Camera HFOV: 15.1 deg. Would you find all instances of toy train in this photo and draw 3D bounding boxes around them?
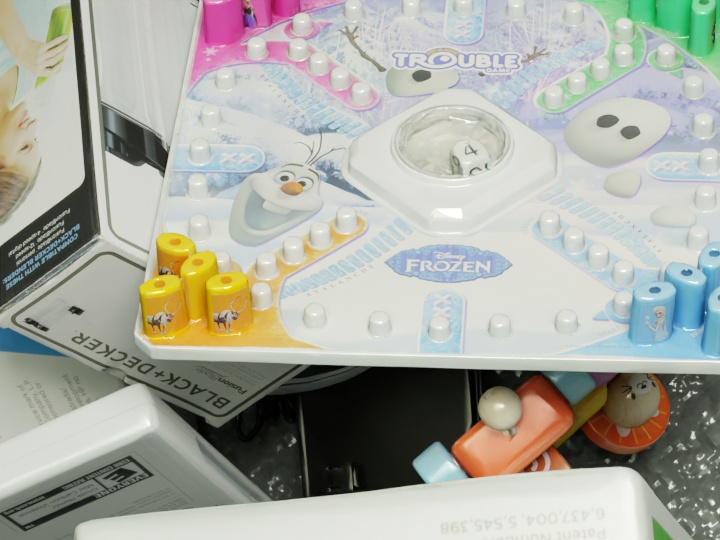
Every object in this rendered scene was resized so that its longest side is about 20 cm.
[{"bbox_3d":[0.112,0.028,0.989,0.200,0.150,0.056,-40,84,-3],"label":"toy train"}]

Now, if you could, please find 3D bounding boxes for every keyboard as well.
[{"bbox_3d":[0.000,0.000,1.082,0.104,0.040,0.201,-5,85,18],"label":"keyboard"}]

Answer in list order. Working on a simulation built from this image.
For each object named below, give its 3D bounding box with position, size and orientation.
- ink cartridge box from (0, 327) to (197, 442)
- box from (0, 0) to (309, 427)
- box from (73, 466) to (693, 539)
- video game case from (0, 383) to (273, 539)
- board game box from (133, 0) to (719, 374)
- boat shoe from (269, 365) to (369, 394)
[{"bbox_3d":[-0.184,0.055,1.058,0.200,0.086,0.147,-23,109,10],"label":"ink cartridge box"},{"bbox_3d":[-0.081,-0.054,1.013,0.060,0.117,0.200,-33,46,30],"label":"box"},{"bbox_3d":[0.025,0.175,0.938,0.199,0.199,0.172,-6,73,14],"label":"box"},{"bbox_3d":[-0.134,0.116,1.009,0.200,0.182,0.023,-24,62,8],"label":"video game case"},{"bbox_3d":[0.032,-0.044,0.939,0.199,0.026,0.200,1,42,5],"label":"board game box"},{"bbox_3d":[0.014,-0.006,1.020,0.200,0.068,0.072,-20,84,18],"label":"boat shoe"}]
